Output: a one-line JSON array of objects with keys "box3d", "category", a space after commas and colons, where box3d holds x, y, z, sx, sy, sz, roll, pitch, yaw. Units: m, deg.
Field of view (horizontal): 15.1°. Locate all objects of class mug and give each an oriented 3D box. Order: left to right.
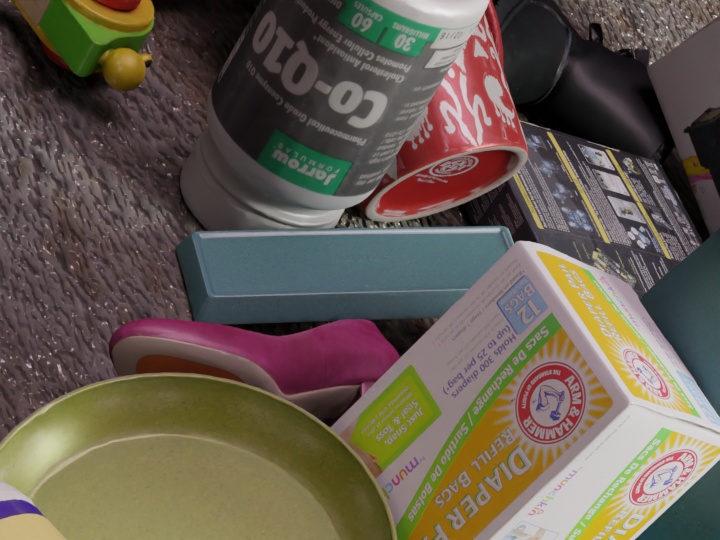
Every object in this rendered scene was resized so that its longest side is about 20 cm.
[{"box3d": [0.038, -0.145, 1.678, 0.177, 0.133, 0.200, -11, 72, -29], "category": "mug"}]

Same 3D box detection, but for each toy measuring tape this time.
[{"box3d": [-0.178, -0.178, 1.638, 0.074, 0.074, 0.200, -3, 46, -46], "category": "toy measuring tape"}]

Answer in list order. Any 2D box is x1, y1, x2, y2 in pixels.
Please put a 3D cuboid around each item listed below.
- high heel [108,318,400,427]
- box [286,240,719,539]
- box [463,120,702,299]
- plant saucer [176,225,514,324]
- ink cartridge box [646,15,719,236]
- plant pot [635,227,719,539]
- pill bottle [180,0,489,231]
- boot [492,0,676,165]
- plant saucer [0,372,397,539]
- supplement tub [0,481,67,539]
[{"box3d": [-0.053, 0.041, 1.430, 0.200, 0.067, 0.096, 18, 43, -34], "category": "high heel"}, {"box3d": [0.063, 0.099, 1.316, 0.101, 0.200, 0.113, 21, 29, -50], "category": "box"}, {"box3d": [0.154, -0.010, 1.730, 0.161, 0.049, 0.200, 15, 35, -33], "category": "box"}, {"box3d": [0.000, 0.000, 1.533, 0.200, 0.019, 0.070, -1, 40, -16], "category": "plant saucer"}, {"box3d": [0.298, -0.069, 1.855, 0.146, 0.083, 0.200, -1, 66, -45], "category": "ink cartridge box"}, {"box3d": [0.214, 0.066, 1.386, 0.200, 0.188, 0.200, 15, 38, -12], "category": "plant pot"}, {"box3d": [-0.019, -0.107, 1.550, 0.113, 0.200, 0.113, 22, 33, -15], "category": "pill bottle"}, {"box3d": [0.140, -0.116, 1.857, 0.162, 0.073, 0.198, 39, 32, -2], "category": "boot"}, {"box3d": [-0.083, 0.132, 1.259, 0.200, 0.031, 0.200, 5, 46, -6], "category": "plant saucer"}, {"box3d": [-0.129, 0.195, 1.064, 0.200, 0.145, 0.145, 44, 31, 18], "category": "supplement tub"}]
